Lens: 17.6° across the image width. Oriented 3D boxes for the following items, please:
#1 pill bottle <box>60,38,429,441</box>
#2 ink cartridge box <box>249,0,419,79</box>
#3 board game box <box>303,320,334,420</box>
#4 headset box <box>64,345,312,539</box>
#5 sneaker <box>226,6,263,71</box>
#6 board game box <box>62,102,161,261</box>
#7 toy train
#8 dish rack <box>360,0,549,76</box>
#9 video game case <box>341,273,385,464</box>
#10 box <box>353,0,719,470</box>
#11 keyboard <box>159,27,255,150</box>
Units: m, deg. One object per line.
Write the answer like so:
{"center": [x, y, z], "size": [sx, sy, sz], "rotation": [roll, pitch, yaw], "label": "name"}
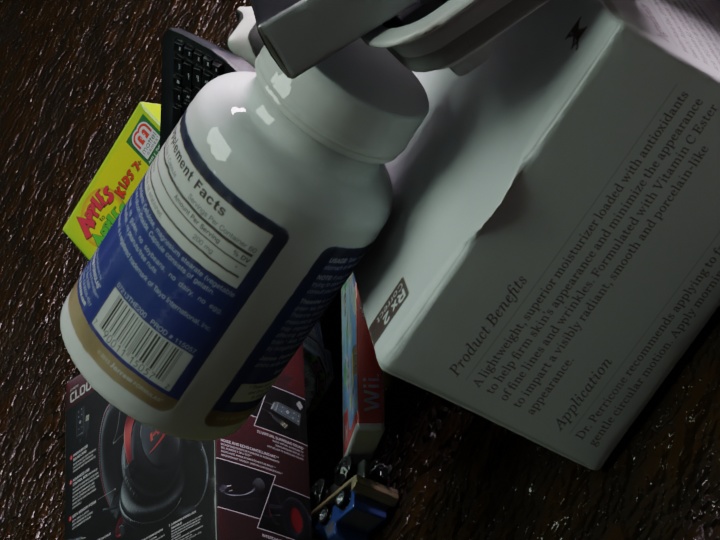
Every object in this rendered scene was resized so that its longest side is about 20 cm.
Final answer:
{"center": [-0.054, -0.024, 1.128], "size": [0.201, 0.110, 0.111], "rotation": [-54, 22, 25], "label": "pill bottle"}
{"center": [0.039, -0.164, 1.035], "size": [0.199, 0.037, 0.095], "rotation": [-29, 27, 5], "label": "ink cartridge box"}
{"center": [-0.079, 0.101, 1.483], "size": [0.200, 0.061, 0.200], "rotation": [-53, 25, 23], "label": "board game box"}
{"center": [-0.103, 0.116, 1.357], "size": [0.148, 0.075, 0.202], "rotation": [-32, 49, 38], "label": "headset box"}
{"center": [-0.055, -0.083, 1.408], "size": [0.074, 0.079, 0.201], "rotation": [-80, 4, -48], "label": "sneaker"}
{"center": [-0.092, -0.048, 1.517], "size": [0.048, 0.199, 0.102], "rotation": [44, 112, 27], "label": "board game box"}
{"center": [-0.041, 0.168, 1.350], "size": [0.200, 0.034, 0.046], "rotation": [-46, 31, 41], "label": "toy train"}
{"center": [0.064, -0.160, 1.085], "size": [0.171, 0.044, 0.200], "rotation": [-35, 28, 0], "label": "dish rack"}
{"center": [0.000, 0.000, 1.307], "size": [0.143, 0.017, 0.202], "rotation": [106, 164, -78], "label": "video game case"}
{"center": [0.098, -0.049, 1.136], "size": [0.200, 0.130, 0.200], "rotation": [-56, 22, 19], "label": "box"}
{"center": [-0.089, -0.037, 1.376], "size": [0.040, 0.104, 0.201], "rotation": [-34, -42, -42], "label": "keyboard"}
